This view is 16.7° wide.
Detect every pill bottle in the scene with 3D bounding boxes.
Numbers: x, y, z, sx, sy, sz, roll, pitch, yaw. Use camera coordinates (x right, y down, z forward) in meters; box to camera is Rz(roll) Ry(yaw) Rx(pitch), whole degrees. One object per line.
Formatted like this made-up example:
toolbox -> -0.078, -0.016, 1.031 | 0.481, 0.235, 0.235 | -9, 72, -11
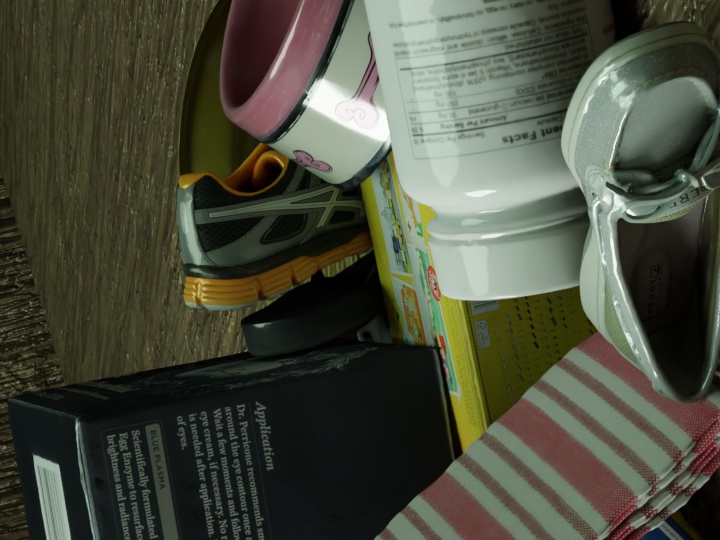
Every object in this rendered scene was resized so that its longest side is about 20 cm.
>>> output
pill bottle -> 0.064, -0.094, 1.136 | 0.113, 0.113, 0.200 | -155, 53, -72

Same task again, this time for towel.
towel -> 0.085, 0.112, 1.149 | 0.030, 0.200, 0.146 | 47, 178, -24

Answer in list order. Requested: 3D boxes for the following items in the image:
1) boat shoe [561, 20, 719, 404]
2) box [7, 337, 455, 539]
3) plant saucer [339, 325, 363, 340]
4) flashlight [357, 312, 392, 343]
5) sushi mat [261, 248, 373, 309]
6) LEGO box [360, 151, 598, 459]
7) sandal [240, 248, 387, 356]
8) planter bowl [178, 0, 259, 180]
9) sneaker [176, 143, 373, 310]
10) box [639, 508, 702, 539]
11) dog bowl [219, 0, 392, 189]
boat shoe -> 0.131, -0.023, 1.042 | 0.202, 0.074, 0.065 | 87, 158, -50
box -> -0.073, 0.110, 1.336 | 0.197, 0.200, 0.117 | -179, 80, -71
plant saucer -> -0.036, -0.003, 1.750 | 0.200, 0.037, 0.200 | 168, 90, -78
flashlight -> 0.063, 0.093, 1.434 | 0.068, 0.068, 0.200 | -54, 37, 30
sushi mat -> -0.027, 0.023, 1.551 | 0.012, 0.096, 0.200 | 56, -173, -11
LEGO box -> 0.064, 0.003, 1.303 | 0.149, 0.077, 0.200 | -158, 55, -73
sandal -> 0.000, 0.000, 1.405 | 0.200, 0.076, 0.043 | -30, -72, -60
planter bowl -> -0.029, -0.079, 1.493 | 0.200, 0.083, 0.200 | 5, -90, -66
sneaker -> -0.024, -0.045, 1.380 | 0.078, 0.200, 0.077 | -1, 111, 46
box -> 0.071, 0.171, 1.186 | 0.064, 0.200, 0.070 | 43, -171, -24
dog bowl -> -0.012, -0.148, 1.285 | 0.200, 0.074, 0.200 | -164, 90, -73
